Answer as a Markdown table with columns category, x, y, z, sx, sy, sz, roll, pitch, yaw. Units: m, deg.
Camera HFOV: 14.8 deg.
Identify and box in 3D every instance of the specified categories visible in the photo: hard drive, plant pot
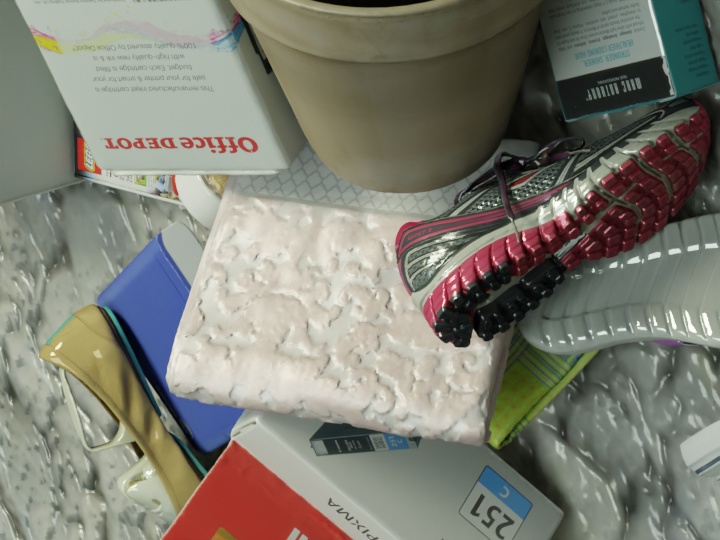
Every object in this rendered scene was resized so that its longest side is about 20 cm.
| category | x | y | z | sx | sy | sz | roll | pitch | yaw |
| --- | --- | --- | --- | --- | --- | --- | --- | --- | --- |
| hard drive | -0.110 | 0.048 | 1.809 | 0.132 | 0.025 | 0.200 | 56 | 160 | 1 |
| plant pot | 0.020 | -0.145 | 1.566 | 0.200 | 0.200 | 0.174 | 30 | 145 | 30 |

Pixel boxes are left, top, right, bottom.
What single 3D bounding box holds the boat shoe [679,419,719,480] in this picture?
| category | x | y | z | sx | sy | sz | roll | pitch | yaw |
| --- | --- | --- | --- | --- | --- | --- | --- | --- | --- |
| boat shoe | 0.266 | 0.091 | 1.543 | 0.200 | 0.073 | 0.067 | -28 | 82 | 41 |

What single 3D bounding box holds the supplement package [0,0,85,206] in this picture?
| category | x | y | z | sx | sy | sz | roll | pitch | yaw |
| --- | --- | --- | --- | --- | --- | --- | --- | --- | --- |
| supplement package | -0.260 | -0.155 | 1.886 | 0.117 | 0.117 | 0.201 | 9 | 109 | 37 |

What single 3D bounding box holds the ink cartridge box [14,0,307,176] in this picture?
| category | x | y | z | sx | sy | sz | roll | pitch | yaw |
| --- | --- | --- | --- | --- | --- | --- | --- | --- | --- |
| ink cartridge box | -0.118 | -0.159 | 1.631 | 0.145 | 0.083 | 0.201 | 1 | 132 | 31 |

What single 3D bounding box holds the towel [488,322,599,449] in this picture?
| category | x | y | z | sx | sy | sz | roll | pitch | yaw |
| --- | --- | --- | --- | --- | --- | --- | --- | --- | --- |
| towel | 0.060 | -0.005 | 1.677 | 0.144 | 0.023 | 0.200 | -47 | 71 | 3 |

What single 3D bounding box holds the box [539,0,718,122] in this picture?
| category | x | y | z | sx | sy | sz | roll | pitch | yaw |
| --- | --- | --- | --- | --- | --- | --- | --- | --- | --- |
| box | 0.137 | -0.192 | 1.582 | 0.082 | 0.049 | 0.201 | -10 | 96 | 42 |

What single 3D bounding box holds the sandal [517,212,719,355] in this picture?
| category | x | y | z | sx | sy | sz | roll | pitch | yaw |
| --- | --- | --- | --- | --- | --- | --- | --- | --- | --- |
| sandal | 0.187 | 0.012 | 1.601 | 0.202 | 0.050 | 0.083 | -2 | 69 | 30 |

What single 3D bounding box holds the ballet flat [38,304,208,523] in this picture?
| category | x | y | z | sx | sy | sz | roll | pitch | yaw |
| --- | --- | --- | --- | --- | --- | --- | --- | --- | --- |
| ballet flat | -0.153 | 0.118 | 1.884 | 0.201 | 0.063 | 0.069 | 59 | 166 | -12 |

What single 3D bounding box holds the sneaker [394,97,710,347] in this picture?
| category | x | y | z | sx | sy | sz | roll | pitch | yaw |
| --- | --- | --- | --- | --- | --- | --- | --- | --- | --- |
| sneaker | 0.110 | -0.042 | 1.577 | 0.075 | 0.199 | 0.081 | 57 | 177 | 34 |

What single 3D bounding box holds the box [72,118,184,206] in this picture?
| category | x | y | z | sx | sy | sz | roll | pitch | yaw |
| --- | --- | --- | --- | --- | --- | --- | --- | --- | --- |
| box | -0.143 | -0.151 | 1.843 | 0.110 | 0.035 | 0.201 | 14 | 112 | 37 |

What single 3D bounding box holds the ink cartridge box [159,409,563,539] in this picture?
| category | x | y | z | sx | sy | sz | roll | pitch | yaw |
| --- | --- | --- | --- | --- | --- | --- | --- | --- | --- |
| ink cartridge box | 0.004 | 0.155 | 1.673 | 0.200 | 0.176 | 0.045 | 40 | 148 | -10 |

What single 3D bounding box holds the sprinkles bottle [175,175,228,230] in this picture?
| category | x | y | z | sx | sy | sz | roll | pitch | yaw |
| --- | --- | --- | --- | --- | --- | --- | --- | --- | --- |
| sprinkles bottle | -0.039 | -0.101 | 1.747 | 0.200 | 0.068 | 0.068 | -44 | 74 | 40 |

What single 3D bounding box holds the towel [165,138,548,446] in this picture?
| category | x | y | z | sx | sy | sz | roll | pitch | yaw |
| --- | --- | --- | --- | --- | --- | --- | --- | --- | --- |
| towel | 0.000 | 0.000 | 1.646 | 0.199 | 0.032 | 0.192 | 8 | 70 | 19 |
